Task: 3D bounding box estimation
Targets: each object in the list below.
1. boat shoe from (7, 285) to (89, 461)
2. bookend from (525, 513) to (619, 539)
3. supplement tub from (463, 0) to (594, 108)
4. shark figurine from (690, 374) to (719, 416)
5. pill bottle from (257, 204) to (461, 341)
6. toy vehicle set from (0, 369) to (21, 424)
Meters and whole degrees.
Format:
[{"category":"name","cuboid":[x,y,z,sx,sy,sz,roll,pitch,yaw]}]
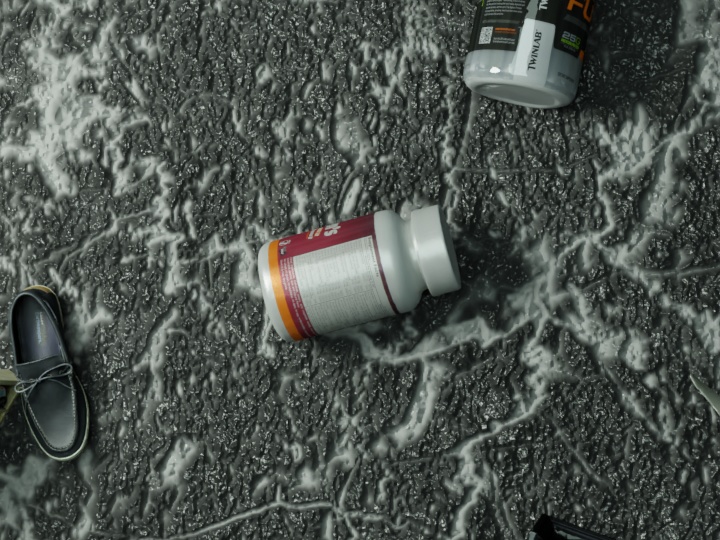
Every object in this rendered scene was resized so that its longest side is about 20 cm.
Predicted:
[{"category":"boat shoe","cuboid":[-0.352,0.114,1.516,0.074,0.062,0.203,-13,83,2]},{"category":"bookend","cuboid":[0.247,0.318,1.309,0.196,0.200,0.093,18,89,13]},{"category":"supplement tub","cuboid":[0.183,-0.280,1.417,0.121,0.122,0.203,11,88,12]},{"category":"shark figurine","cuboid":[0.453,0.104,1.365,0.213,0.128,0.090,-26,54,25]},{"category":"pill bottle","cuboid":[0.000,0.000,1.434,0.197,0.110,0.111,-15,82,9]},{"category":"toy vehicle set","cuboid":[-0.444,0.164,1.461,0.026,0.200,0.125,31,92,13]}]
